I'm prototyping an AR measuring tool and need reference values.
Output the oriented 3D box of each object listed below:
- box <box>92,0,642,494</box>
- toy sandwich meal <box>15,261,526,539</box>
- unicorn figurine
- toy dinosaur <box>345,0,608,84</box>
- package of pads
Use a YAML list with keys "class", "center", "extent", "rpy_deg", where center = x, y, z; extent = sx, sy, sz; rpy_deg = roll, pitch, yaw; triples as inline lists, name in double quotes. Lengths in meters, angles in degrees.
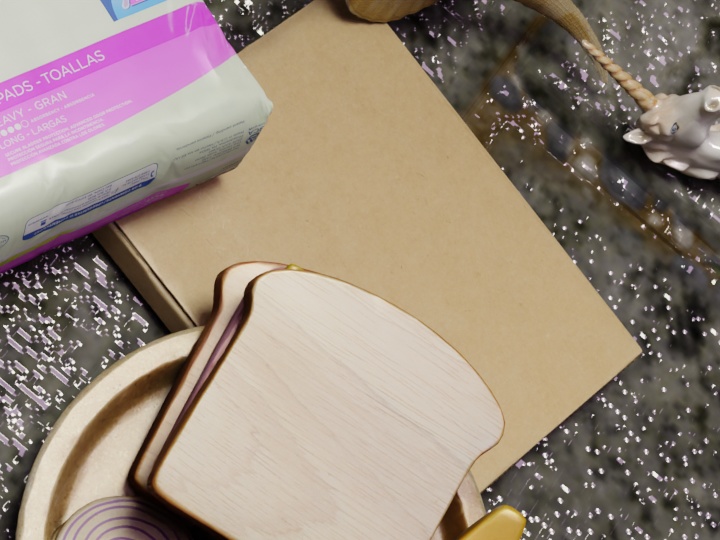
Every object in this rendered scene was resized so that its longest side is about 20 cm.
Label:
- class: "box"
  center: [0.000, 0.000, 1.185]
  extent: [0.163, 0.021, 0.200]
  rpy_deg: [-38, 89, -32]
- class: "toy sandwich meal"
  center: [-0.028, 0.099, 1.086]
  extent: [0.205, 0.070, 0.206]
  rpy_deg: [4, 75, -16]
- class: "unicorn figurine"
  center: [0.208, -0.063, 1.269]
  extent: [0.200, 0.137, 0.074]
  rpy_deg: [-7, 99, -50]
- class: "toy dinosaur"
  center: [0.040, -0.136, 1.197]
  extent: [0.200, 0.101, 0.058]
  rpy_deg: [7, 41, -41]
- class: "package of pads"
  center: [-0.151, -0.100, 1.113]
  extent: [0.154, 0.068, 0.200]
  rpy_deg: [-26, 75, -29]
